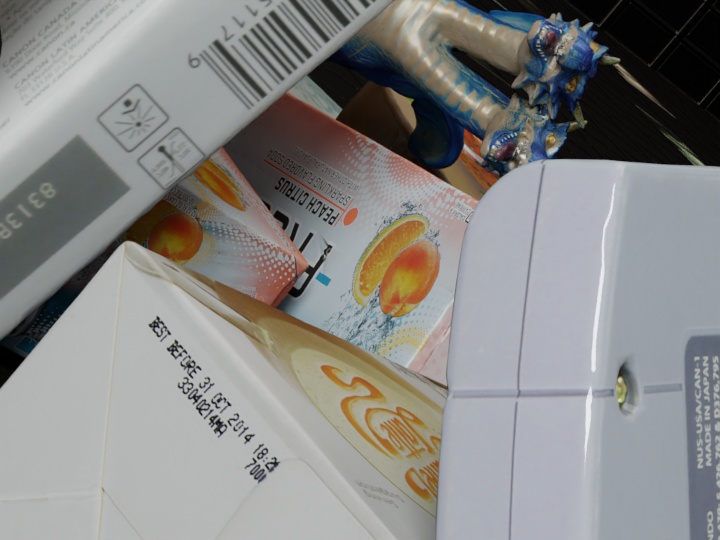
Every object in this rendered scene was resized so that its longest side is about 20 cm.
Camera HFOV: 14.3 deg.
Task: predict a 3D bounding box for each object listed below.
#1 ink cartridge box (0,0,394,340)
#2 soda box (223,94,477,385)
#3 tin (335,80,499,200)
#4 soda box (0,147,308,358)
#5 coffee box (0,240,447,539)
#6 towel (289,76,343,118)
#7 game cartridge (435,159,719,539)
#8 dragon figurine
[{"bbox_3d":[-0.081,-0.089,0.755,0.057,0.162,0.200,46,5,-34],"label":"ink cartridge box"},{"bbox_3d":[0.000,0.000,0.823,0.068,0.064,0.200,34,0,-31],"label":"soda box"},{"bbox_3d":[0.058,0.004,1.010,0.112,0.042,0.200,27,25,-52],"label":"tin"},{"bbox_3d":[-0.091,-0.042,0.813,0.068,0.064,0.200,32,13,-38],"label":"soda box"},{"bbox_3d":[0.012,0.080,0.631,0.114,0.080,0.200,48,12,35],"label":"coffee box"},{"bbox_3d":[0.005,-0.012,1.083,0.200,0.048,0.171,37,10,-21],"label":"towel"},{"bbox_3d":[0.061,0.080,0.552,0.041,0.201,0.133,-2,-2,37],"label":"game cartridge"},{"bbox_3d":[0.018,-0.070,0.894,0.099,0.059,0.200,34,0,-10],"label":"dragon figurine"}]
